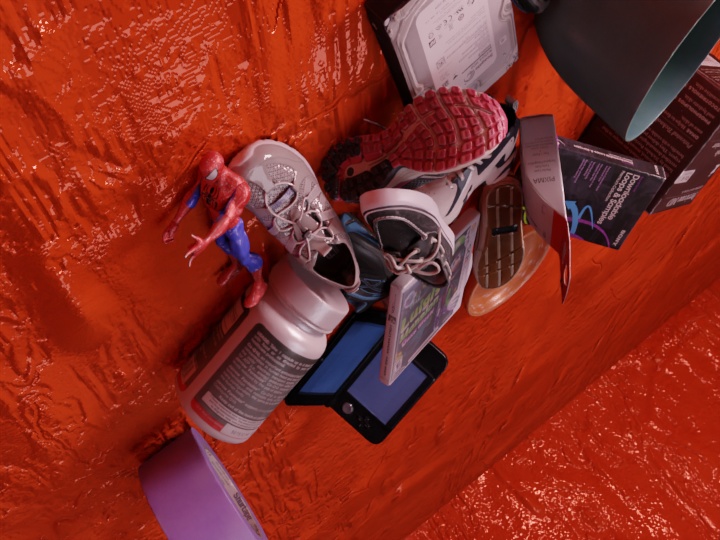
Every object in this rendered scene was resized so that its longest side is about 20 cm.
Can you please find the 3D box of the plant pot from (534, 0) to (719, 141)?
[{"bbox_3d":[0.281,-0.268,0.760,0.200,0.161,0.202,-42,160,-19],"label":"plant pot"}]

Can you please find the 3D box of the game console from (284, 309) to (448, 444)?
[{"bbox_3d":[0.012,0.170,1.112,0.201,0.170,0.118,-51,178,19],"label":"game console"}]

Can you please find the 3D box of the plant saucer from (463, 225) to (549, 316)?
[{"bbox_3d":[0.250,-0.006,1.258,0.198,0.038,0.202,-33,151,-20],"label":"plant saucer"}]

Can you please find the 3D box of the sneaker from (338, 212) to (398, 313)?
[{"bbox_3d":[0.000,0.000,0.886,0.081,0.074,0.200,-39,153,-1],"label":"sneaker"}]

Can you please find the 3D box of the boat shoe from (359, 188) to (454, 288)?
[{"bbox_3d":[0.054,-0.027,0.771,0.072,0.070,0.199,-6,162,18],"label":"boat shoe"}]

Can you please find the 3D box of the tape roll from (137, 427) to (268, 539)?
[{"bbox_3d":[-0.197,0.312,0.932,0.084,0.201,0.201,-34,153,-13],"label":"tape roll"}]

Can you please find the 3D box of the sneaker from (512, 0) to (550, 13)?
[{"bbox_3d":[0.187,-0.323,0.655,0.070,0.083,0.202,-29,152,-33],"label":"sneaker"}]

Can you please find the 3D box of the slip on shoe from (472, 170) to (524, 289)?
[{"bbox_3d":[0.195,-0.062,1.038,0.074,0.061,0.203,-8,133,1],"label":"slip on shoe"}]

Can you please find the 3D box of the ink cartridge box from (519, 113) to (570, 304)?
[{"bbox_3d":[0.231,-0.070,0.914,0.046,0.206,0.160,-4,166,11],"label":"ink cartridge box"}]

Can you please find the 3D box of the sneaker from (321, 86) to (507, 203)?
[{"bbox_3d":[0.056,-0.124,0.734,0.196,0.083,0.074,-15,171,28],"label":"sneaker"}]

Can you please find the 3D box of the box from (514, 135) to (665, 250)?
[{"bbox_3d":[0.321,-0.114,1.057,0.195,0.037,0.145,14,134,-5],"label":"box"}]

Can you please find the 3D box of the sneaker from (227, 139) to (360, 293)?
[{"bbox_3d":[-0.052,-0.050,0.709,0.075,0.082,0.200,-42,137,4],"label":"sneaker"}]

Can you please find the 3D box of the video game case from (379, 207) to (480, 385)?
[{"bbox_3d":[0.095,0.036,0.994,0.199,0.023,0.185,-41,149,-38],"label":"video game case"}]

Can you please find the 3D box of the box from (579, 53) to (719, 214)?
[{"bbox_3d":[0.475,-0.223,1.102,0.164,0.165,0.202,-14,142,-43],"label":"box"}]

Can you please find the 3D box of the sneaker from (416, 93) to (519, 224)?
[{"bbox_3d":[0.119,-0.139,0.840,0.196,0.080,0.131,-28,149,-25],"label":"sneaker"}]

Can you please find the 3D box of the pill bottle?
[{"bbox_3d":[-0.109,0.086,0.818,0.201,0.114,0.113,-48,153,12],"label":"pill bottle"}]

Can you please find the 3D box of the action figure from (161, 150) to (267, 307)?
[{"bbox_3d":[-0.139,-0.022,0.665,0.099,0.065,0.202,-47,158,-29],"label":"action figure"}]

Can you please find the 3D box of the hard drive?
[{"bbox_3d":[0.089,-0.231,0.710,0.139,0.038,0.200,-41,154,-2],"label":"hard drive"}]

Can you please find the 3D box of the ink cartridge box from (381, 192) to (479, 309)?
[{"bbox_3d":[0.132,-0.014,1.072,0.200,0.050,0.161,-48,153,16],"label":"ink cartridge box"}]
